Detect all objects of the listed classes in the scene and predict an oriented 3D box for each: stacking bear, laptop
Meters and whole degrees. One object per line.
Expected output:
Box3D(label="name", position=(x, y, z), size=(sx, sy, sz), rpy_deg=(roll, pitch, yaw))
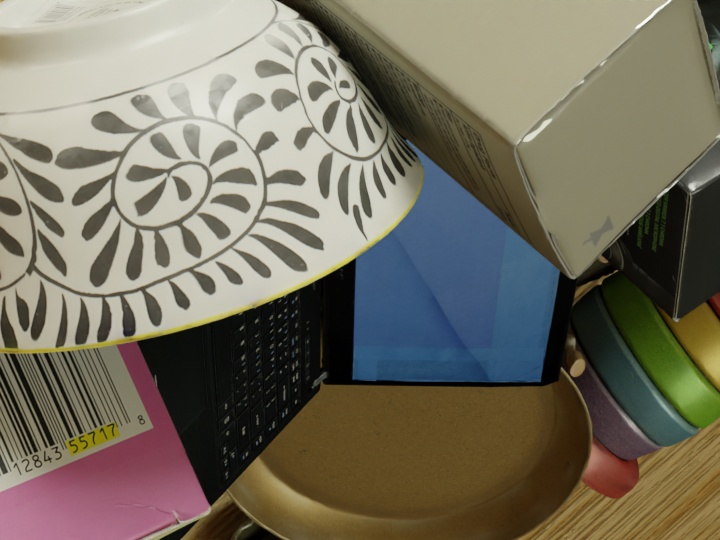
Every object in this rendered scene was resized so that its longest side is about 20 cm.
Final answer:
Box3D(label="stacking bear", position=(0.195, 0.034, 0.992), size=(0.200, 0.122, 0.114), rpy_deg=(-37, 172, 15))
Box3D(label="laptop", position=(0.001, 0.036, 0.734), size=(0.200, 0.103, 0.178), rpy_deg=(-46, 153, -33))

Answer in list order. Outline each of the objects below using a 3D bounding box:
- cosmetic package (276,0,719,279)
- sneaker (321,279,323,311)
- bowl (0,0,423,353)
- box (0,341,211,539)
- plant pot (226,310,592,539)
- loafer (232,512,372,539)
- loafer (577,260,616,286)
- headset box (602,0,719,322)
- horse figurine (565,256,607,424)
Box3D(label="cosmetic package", position=(0.033, -0.103, 0.640), size=(0.087, 0.200, 0.103), rpy_deg=(-42, 149, -6))
Box3D(label="sneaker", position=(0.000, 0.000, 0.870), size=(0.088, 0.077, 0.200), rpy_deg=(-2, 138, -6))
Box3D(label="bowl", position=(-0.083, -0.058, 0.614), size=(0.200, 0.201, 0.094), rpy_deg=(-25, 116, -28))
Box3D(label="box", position=(-0.184, 0.100, 0.647), size=(0.176, 0.097, 0.200), rpy_deg=(-21, 172, -32))
Box3D(label="plant pot", position=(0.020, 0.083, 0.881), size=(0.199, 0.028, 0.200), rpy_deg=(0, 133, 0))
Box3D(label="loafer", position=(0.002, 0.142, 0.988), size=(0.200, 0.076, 0.068), rpy_deg=(-37, 154, -11))
Box3D(label="loafer", position=(0.150, -0.059, 0.952), size=(0.076, 0.068, 0.200), rpy_deg=(-18, 155, -35))
Box3D(label="headset box", position=(0.155, -0.098, 0.784), size=(0.174, 0.200, 0.093), rpy_deg=(-33, 146, -19))
Box3D(label="horse figurine", position=(0.096, -0.009, 0.915), size=(0.050, 0.133, 0.201), rpy_deg=(-1, 116, -31))
